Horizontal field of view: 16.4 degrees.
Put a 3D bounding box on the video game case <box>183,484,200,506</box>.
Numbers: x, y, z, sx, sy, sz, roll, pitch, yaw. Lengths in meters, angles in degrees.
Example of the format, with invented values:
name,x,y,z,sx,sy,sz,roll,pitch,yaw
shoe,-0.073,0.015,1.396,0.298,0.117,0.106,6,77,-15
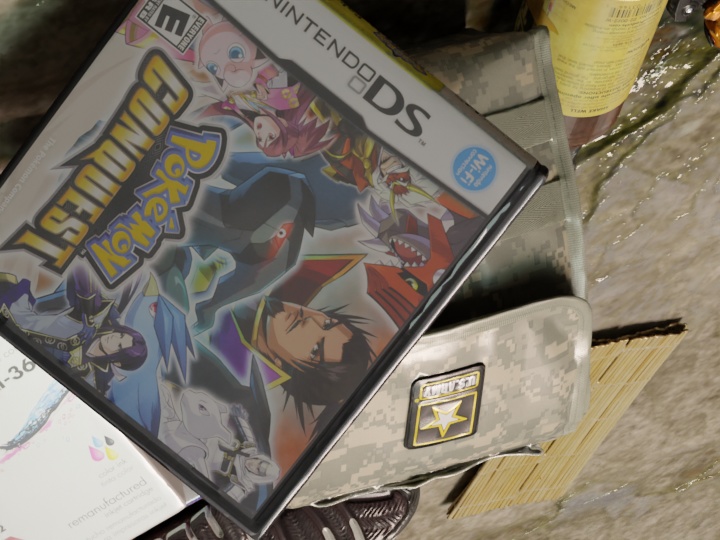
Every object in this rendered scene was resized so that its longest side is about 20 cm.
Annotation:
name,x,y,z,sx,sy,sz,roll,pitch,yaw
video game case,-0.135,0.140,1.393,0.199,0.018,0.143,-29,179,7

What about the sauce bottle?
name,x,y,z,sx,sy,sz,roll,pitch,yaw
sauce bottle,0.101,-0.101,1.183,0.064,0.065,0.200,-14,149,-20

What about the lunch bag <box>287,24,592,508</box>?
name,x,y,z,sx,sy,sz,roll,pitch,yaw
lunch bag,0.014,0.004,1.134,0.163,0.201,0.117,-14,-170,-19

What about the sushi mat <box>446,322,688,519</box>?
name,x,y,z,sx,sy,sz,roll,pitch,yaw
sushi mat,0.130,0.098,1.607,0.095,0.012,0.200,-6,146,-29

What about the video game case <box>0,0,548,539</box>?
name,x,y,z,sx,sy,sz,roll,pitch,yaw
video game case,-0.052,-0.019,1.043,0.200,0.180,0.026,-52,-179,12

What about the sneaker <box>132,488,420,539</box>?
name,x,y,z,sx,sy,sz,roll,pitch,yaw
sneaker,-0.062,0.141,1.437,0.199,0.076,0.116,-23,-170,3

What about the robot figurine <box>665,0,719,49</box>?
name,x,y,z,sx,sy,sz,roll,pitch,yaw
robot figurine,0.226,-0.179,1.159,0.144,0.058,0.200,8,138,-46

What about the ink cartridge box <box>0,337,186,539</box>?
name,x,y,z,sx,sy,sz,roll,pitch,yaw
ink cartridge box,-0.182,0.055,1.140,0.116,0.068,0.200,-31,125,9
